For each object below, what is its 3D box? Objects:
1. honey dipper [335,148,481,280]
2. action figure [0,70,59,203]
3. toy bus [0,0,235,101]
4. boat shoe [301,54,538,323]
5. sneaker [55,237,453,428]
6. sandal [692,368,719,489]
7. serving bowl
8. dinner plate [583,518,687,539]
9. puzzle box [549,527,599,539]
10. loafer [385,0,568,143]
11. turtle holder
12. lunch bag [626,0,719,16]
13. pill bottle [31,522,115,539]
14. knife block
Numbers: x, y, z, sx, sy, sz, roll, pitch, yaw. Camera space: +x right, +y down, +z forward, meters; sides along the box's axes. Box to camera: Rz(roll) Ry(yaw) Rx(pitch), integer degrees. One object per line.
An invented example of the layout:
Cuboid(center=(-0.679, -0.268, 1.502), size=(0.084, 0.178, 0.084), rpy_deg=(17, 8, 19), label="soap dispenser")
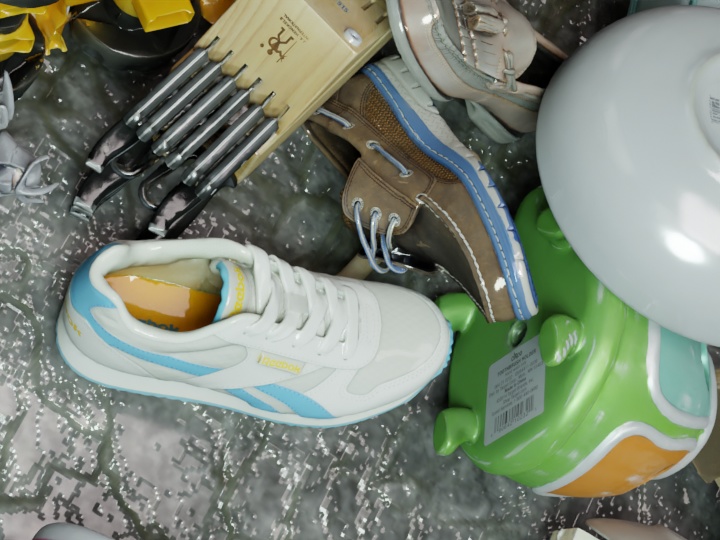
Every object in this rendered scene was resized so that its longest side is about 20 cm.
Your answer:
Cuboid(center=(0.000, 0.000, 1.210), size=(0.200, 0.038, 0.038), rpy_deg=(-43, 101, -25), label="honey dipper")
Cuboid(center=(-0.242, -0.055, 1.065), size=(0.200, 0.130, 0.069), rpy_deg=(9, 35, -12), label="action figure")
Cuboid(center=(-0.161, -0.200, 1.124), size=(0.200, 0.136, 0.192), rpy_deg=(-19, 76, -27), label="toy bus")
Cuboid(center=(0.028, -0.032, 1.173), size=(0.072, 0.200, 0.072), rpy_deg=(-25, 132, -7), label="boat shoe")
Cuboid(center=(-0.047, 0.028, 1.121), size=(0.200, 0.081, 0.077), rpy_deg=(4, 65, -14), label="sneaker")
Cuboid(center=(0.243, 0.135, 1.291), size=(0.212, 0.078, 0.070), rpy_deg=(64, 27, -22), label="sandal")
Cuboid(center=(0.194, -0.061, 1.170), size=(0.200, 0.066, 0.200), rpy_deg=(10, 58, -17), label="serving bowl")
Cuboid(center=(0.209, 0.179, 1.196), size=(0.200, 0.200, 0.024), rpy_deg=(31, 90, -19), label="dinner plate")
Cuboid(center=(0.161, 0.238, 1.189), size=(0.200, 0.025, 0.133), rpy_deg=(32, 68, -19), label="puzzle box")
Cuboid(center=(0.072, -0.120, 1.192), size=(0.200, 0.063, 0.072), rpy_deg=(30, 52, -66), label="loafer")
Cuboid(center=(0.117, 0.042, 1.221), size=(0.132, 0.186, 0.141), rpy_deg=(25, 112, -26), label="turtle holder")
Cuboid(center=(0.256, -0.165, 1.312), size=(0.200, 0.077, 0.161), rpy_deg=(-5, 117, -25), label="lunch bag")
Cuboid(center=(-0.151, 0.229, 1.051), size=(0.113, 0.113, 0.200), rpy_deg=(36, 67, -17), label="pill bottle")
Cuboid(center=(-0.062, -0.091, 1.175), size=(0.064, 0.176, 0.200), rpy_deg=(46, 28, -2), label="knife block")
